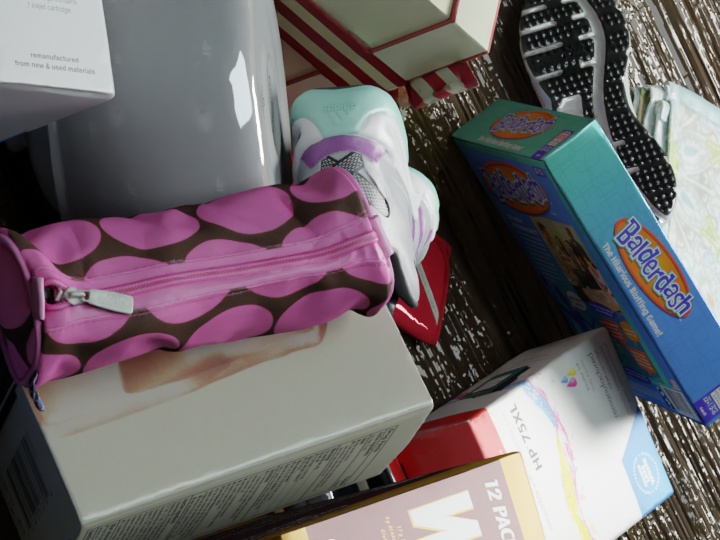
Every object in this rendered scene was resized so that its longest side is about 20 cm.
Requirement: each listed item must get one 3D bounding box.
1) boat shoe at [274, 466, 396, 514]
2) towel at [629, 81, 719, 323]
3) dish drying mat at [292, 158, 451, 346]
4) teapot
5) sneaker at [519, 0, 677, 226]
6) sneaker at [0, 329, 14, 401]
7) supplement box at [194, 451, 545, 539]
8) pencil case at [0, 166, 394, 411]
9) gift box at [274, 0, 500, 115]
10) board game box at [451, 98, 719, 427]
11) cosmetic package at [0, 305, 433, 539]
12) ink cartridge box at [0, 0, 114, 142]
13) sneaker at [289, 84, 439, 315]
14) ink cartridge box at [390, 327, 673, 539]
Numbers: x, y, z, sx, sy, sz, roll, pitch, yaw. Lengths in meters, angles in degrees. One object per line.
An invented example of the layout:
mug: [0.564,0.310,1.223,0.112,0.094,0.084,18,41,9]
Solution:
boat shoe: [0.002,0.150,1.664,0.073,0.063,0.201,-39,106,-46]
towel: [0.240,-0.020,2.010,0.200,0.048,0.172,25,62,-41]
dish drying mat: [-0.018,-0.031,1.741,0.200,0.018,0.077,35,53,-36]
teapot: [-0.115,-0.075,1.558,0.201,0.145,0.198,-92,175,-45]
sneaker: [0.147,-0.097,1.921,0.073,0.080,0.201,-11,65,-7]
sneaker: [-0.216,0.065,1.436,0.111,0.077,0.201,20,56,-33]
supplement box: [-0.029,0.193,1.507,0.197,0.199,0.133,-14,87,-50]
pencil case: [-0.080,0.003,1.428,0.199,0.094,0.091,-14,80,-23]
gift box: [-0.005,-0.198,1.684,0.187,0.199,0.185,38,56,-35]
board game box: [0.148,-0.007,1.822,0.045,0.152,0.200,-37,109,-11]
cosmetic package: [-0.078,0.079,1.502,0.199,0.103,0.088,-16,70,-26]
ink cartridge box: [-0.209,-0.167,1.475,0.084,0.144,0.201,4,73,-48]
sneaker: [0.000,0.000,1.635,0.200,0.077,0.141,59,27,-64]
ink cartridge box: [0.093,0.126,1.772,0.200,0.067,0.117,-31,100,-49]
